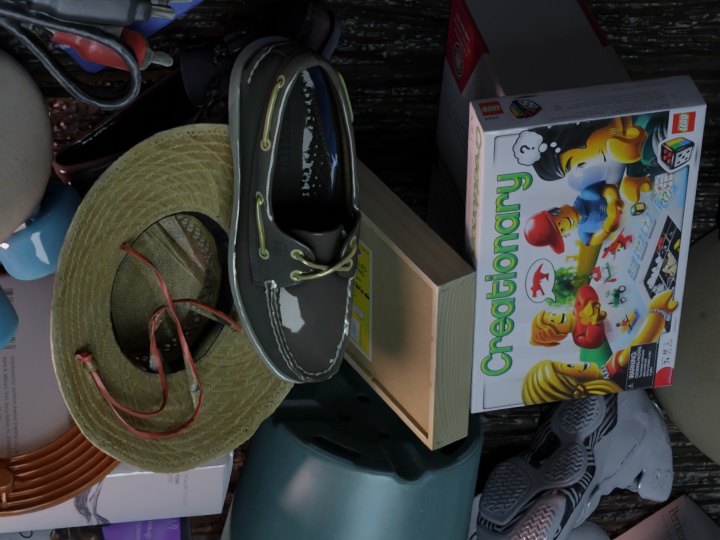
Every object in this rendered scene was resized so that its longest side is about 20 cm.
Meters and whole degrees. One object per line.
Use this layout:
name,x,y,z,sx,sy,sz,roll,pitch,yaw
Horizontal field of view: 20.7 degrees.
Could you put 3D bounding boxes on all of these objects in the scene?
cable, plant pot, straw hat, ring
cable,-0.187,-0.148,1.087,0.198,0.050,0.098,8,109,-20
plant pot,0.303,0.074,1.344,0.198,0.135,0.202,-6,128,-8
straw hat,-0.119,0.010,1.155,0.200,0.085,0.203,-7,101,-36
plant pot,-0.008,0.174,1.332,0.198,0.201,0.198,4,118,-15
ring,-0.217,0.049,1.181,0.198,0.202,0.019,-4,154,-9

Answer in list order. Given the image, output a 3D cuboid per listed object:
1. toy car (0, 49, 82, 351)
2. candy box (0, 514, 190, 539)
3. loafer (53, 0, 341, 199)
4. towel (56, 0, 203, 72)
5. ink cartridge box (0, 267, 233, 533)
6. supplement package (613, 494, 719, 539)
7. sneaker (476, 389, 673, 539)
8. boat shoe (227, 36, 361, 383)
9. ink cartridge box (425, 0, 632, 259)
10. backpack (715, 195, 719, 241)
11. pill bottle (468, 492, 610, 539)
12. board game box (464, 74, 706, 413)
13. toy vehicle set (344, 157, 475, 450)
toy car,-0.293,-0.048,1.140,0.198,0.177,0.185,-9,121,33
candy box,-0.211,0.158,1.272,0.198,0.169,0.072,-4,150,-9
loafer,-0.100,-0.097,1.170,0.200,0.072,0.063,-39,121,22
towel,-0.155,-0.213,1.100,0.144,0.024,0.200,-30,126,15
ink cartridge box,-0.185,0.081,1.230,0.198,0.148,0.083,-3,150,-9
supplement package,0.210,0.288,1.502,0.199,0.117,0.117,-36,126,16
sneaker,0.153,0.145,1.340,0.075,0.201,0.115,-5,140,43
boat shoe,-0.034,-0.028,1.115,0.071,0.060,0.204,-12,106,-25
ink cartridge box,0.100,-0.050,1.196,0.082,0.146,0.201,-5,128,-12
backpack,0.345,-0.063,1.254,0.198,0.154,0.164,24,117,-2
pill bottle,0.142,0.249,1.395,0.111,0.202,0.112,-17,159,-7
board game box,0.122,-0.012,1.114,0.125,0.035,0.201,-8,129,-9
toy vehicle set,0.000,0.000,1.184,0.026,0.200,0.125,-21,134,-25
